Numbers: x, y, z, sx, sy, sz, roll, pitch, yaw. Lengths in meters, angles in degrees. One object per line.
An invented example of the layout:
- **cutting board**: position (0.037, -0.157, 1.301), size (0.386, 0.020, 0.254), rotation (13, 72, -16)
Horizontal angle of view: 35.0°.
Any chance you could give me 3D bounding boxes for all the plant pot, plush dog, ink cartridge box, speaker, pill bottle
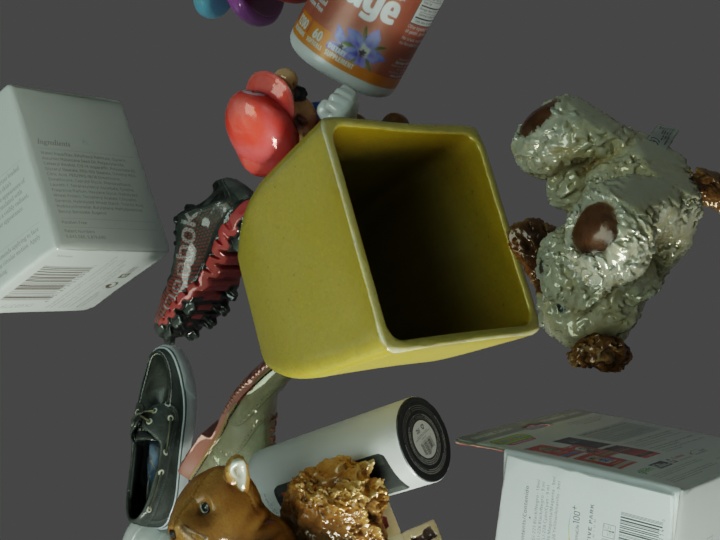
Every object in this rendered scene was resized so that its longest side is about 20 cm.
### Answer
- **plant pot**: position (0.000, 0.000, 1.005), size (0.199, 0.194, 0.196), rotation (-28, 73, 43)
- **plush dog**: position (0.194, -0.016, 0.902), size (0.201, 0.159, 0.173), rotation (-107, 33, -48)
- **ink cartridge box**: position (0.187, 0.166, 0.842), size (0.174, 0.199, 0.085), rotation (8, 95, 37)
- **speaker**: position (-0.016, 0.183, 1.078), size (0.199, 0.081, 0.082), rotation (-23, 75, 35)
- **pill bottle**: position (0.026, -0.268, 1.030), size (0.112, 0.112, 0.201), rotation (42, 114, 30)

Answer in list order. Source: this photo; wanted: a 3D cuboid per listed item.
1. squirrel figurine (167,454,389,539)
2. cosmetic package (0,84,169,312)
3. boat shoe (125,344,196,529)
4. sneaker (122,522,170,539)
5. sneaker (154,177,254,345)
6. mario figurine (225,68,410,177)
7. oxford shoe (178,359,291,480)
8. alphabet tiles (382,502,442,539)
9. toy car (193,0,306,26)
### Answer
- **squirrel figurine**: position (-0.065, 0.241, 0.986), size (0.187, 0.199, 0.142), rotation (55, 153, 12)
- **cosmetic package**: position (-0.350, -0.076, 1.289), size (0.164, 0.164, 0.202), rotation (-30, 72, 33)
- **boat shoe**: position (-0.221, 0.179, 1.242), size (0.068, 0.056, 0.202), rotation (-10, 74, 36)
- **sneaker**: position (-0.224, 0.382, 1.243), size (0.115, 0.073, 0.202), rotation (20, 100, 40)
- **sneaker**: position (-0.164, -0.014, 1.202), size (0.098, 0.071, 0.201), rotation (48, 115, 27)
- **mario figurine**: position (-0.039, -0.143, 1.023), size (0.123, 0.199, 0.107), rotation (-38, 68, 31)
- **oxford shoe**: position (-0.106, 0.155, 1.170), size (0.074, 0.071, 0.200), rotation (39, 114, 4)
- **alphabet tiles**: position (-0.005, 0.311, 1.032), size (0.198, 0.006, 0.168), rotation (-21, 72, -7)
- **toy car**: position (-0.112, -0.318, 1.130), size (0.199, 0.175, 0.151), rotation (-16, 116, 36)
